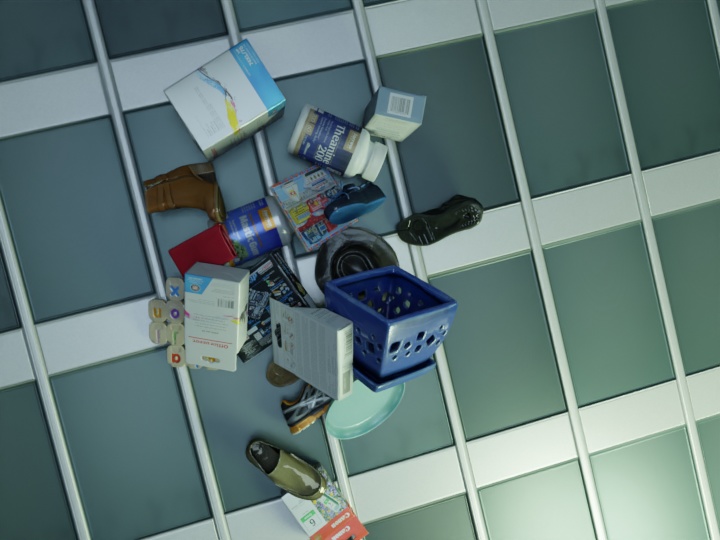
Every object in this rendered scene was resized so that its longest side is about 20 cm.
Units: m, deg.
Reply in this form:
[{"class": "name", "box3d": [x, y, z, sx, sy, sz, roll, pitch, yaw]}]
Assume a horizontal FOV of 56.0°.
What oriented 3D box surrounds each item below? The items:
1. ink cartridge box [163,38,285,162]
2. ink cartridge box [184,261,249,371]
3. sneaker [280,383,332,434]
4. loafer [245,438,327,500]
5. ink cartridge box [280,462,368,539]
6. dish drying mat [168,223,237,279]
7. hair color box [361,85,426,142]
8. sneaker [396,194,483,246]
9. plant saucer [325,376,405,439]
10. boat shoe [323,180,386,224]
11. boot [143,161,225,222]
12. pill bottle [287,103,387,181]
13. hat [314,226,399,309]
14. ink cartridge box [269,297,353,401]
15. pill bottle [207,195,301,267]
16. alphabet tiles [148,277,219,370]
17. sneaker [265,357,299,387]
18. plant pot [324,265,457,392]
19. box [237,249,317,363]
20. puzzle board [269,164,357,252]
[{"class": "ink cartridge box", "box3d": [-0.276, -0.345, 1.402, 0.199, 0.147, 0.147, -34, 95, -7]}, {"class": "ink cartridge box", "box3d": [-0.291, 0.094, 1.371, 0.114, 0.068, 0.202, 9, 113, 5]}, {"class": "sneaker", "box3d": [-0.086, 0.270, 1.477, 0.199, 0.078, 0.078, -35, 84, -8]}, {"class": "loafer", "box3d": [-0.164, 0.424, 1.440, 0.198, 0.068, 0.077, 24, 75, 12]}, {"class": "ink cartridge box", "box3d": [-0.076, 0.539, 1.492, 0.108, 0.050, 0.201, -35, 94, -6]}, {"class": "dish drying mat", "box3d": [-0.325, -0.035, 1.392, 0.018, 0.199, 0.077, -38, 103, -43]}, {"class": "hair color box", "box3d": [0.065, -0.324, 1.422, 0.098, 0.200, 0.061, 11, 89, -8]}, {"class": "sneaker", "box3d": [0.182, -0.113, 1.513, 0.197, 0.114, 0.077, -19, 99, 21]}, {"class": "plant saucer", "box3d": [0.006, 0.282, 1.459, 0.198, 0.027, 0.202, -22, 136, -23]}, {"class": "boat shoe", "box3d": [-0.023, -0.148, 1.443, 0.084, 0.199, 0.069, -41, 81, 29]}, {"class": "boot", "box3d": [-0.362, -0.144, 1.387, 0.153, 0.201, 0.074, -16, 130, -11]}, {"class": "pill bottle", "box3d": [-0.047, -0.267, 1.452, 0.198, 0.111, 0.112, 22, 88, -8]}, {"class": "hat", "box3d": [0.000, 0.000, 1.479, 0.198, 0.081, 0.203, 0, 90, -9]}, {"class": "ink cartridge box", "box3d": [-0.098, 0.148, 1.361, 0.057, 0.199, 0.164, -21, 123, -38]}, {"class": "pill bottle", "box3d": [-0.212, -0.091, 1.433, 0.198, 0.112, 0.113, -23, 94, -6]}, {"class": "alphabet tiles", "box3d": [-0.352, 0.112, 1.433, 0.197, 0.015, 0.198, 3, 103, 6]}, {"class": "sneaker", "box3d": [-0.127, 0.165, 1.480, 0.071, 0.113, 0.200, 39, 116, -9]}, {"class": "plant pot", "box3d": [0.050, 0.121, 1.368, 0.198, 0.199, 0.182, -13, 121, -39]}, {"class": "box", "box3d": [-0.214, 0.078, 1.437, 0.199, 0.046, 0.160, -35, 96, 14]}, {"class": "puzzle board", "box3d": [-0.091, -0.140, 1.428, 0.017, 0.200, 0.152, -26, 97, 38]}]
